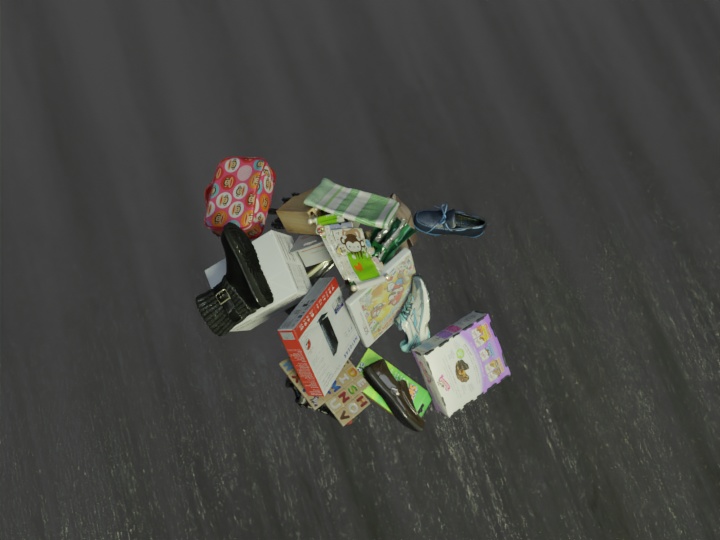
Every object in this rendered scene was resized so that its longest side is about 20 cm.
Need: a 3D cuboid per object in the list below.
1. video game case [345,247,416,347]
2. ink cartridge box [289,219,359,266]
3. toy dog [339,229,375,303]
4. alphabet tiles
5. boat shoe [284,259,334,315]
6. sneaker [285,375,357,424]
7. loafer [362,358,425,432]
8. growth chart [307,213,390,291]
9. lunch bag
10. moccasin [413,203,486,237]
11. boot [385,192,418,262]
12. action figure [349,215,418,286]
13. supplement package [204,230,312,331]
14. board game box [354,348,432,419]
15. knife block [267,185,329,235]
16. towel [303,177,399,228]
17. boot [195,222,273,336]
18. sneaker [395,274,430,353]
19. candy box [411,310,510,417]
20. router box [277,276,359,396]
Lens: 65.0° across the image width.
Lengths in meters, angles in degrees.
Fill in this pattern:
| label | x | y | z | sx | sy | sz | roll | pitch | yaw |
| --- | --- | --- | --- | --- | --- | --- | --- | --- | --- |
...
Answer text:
| label | x | y | z | sx | sy | sz | roll | pitch | yaw |
| --- | --- | --- | --- | --- | --- | --- | --- | --- | --- |
| video game case | 0.061 | 0.069 | 1.365 | 0.199 | 0.184 | 0.023 | -41 | 52 | -17 |
| ink cartridge box | -0.083 | -0.079 | 1.354 | 0.068 | 0.113 | 0.201 | 62 | 28 | -24 |
| toy dog | 0.000 | 0.000 | 1.429 | 0.128 | 0.096 | 0.206 | 5 | 88 | -11 |
| alphabet tiles | -0.071 | 0.255 | 1.311 | 0.201 | 0.008 | 0.166 | 48 | 43 | 14 |
| boat shoe | -0.120 | 0.031 | 1.386 | 0.200 | 0.072 | 0.066 | -40 | 102 | 8 |
| sneaker | -0.097 | 0.296 | 1.316 | 0.200 | 0.071 | 0.098 | 43 | 45 | 6 |
| loafer | 0.091 | 0.289 | 1.327 | 0.071 | 0.073 | 0.201 | -39 | 88 | -20 |
| growth chart | -0.021 | -0.046 | 1.257 | 0.144 | 0.018 | 0.202 | -27 | 82 | -47 |
| lunch bag | -0.312 | -0.182 | 1.410 | 0.172 | 0.082 | 0.205 | 4 | 72 | 20 |
| moccasin | 0.238 | -0.138 | 1.495 | 0.194 | 0.068 | 0.083 | 2 | 70 | -10 |
| boot | 0.073 | -0.106 | 1.434 | 0.148 | 0.069 | 0.200 | 58 | 37 | -8 |
| action figure | 0.036 | -0.043 | 1.346 | 0.117 | 0.055 | 0.202 | 32 | 86 | 37 |
| supplement package | -0.234 | 0.027 | 1.322 | 0.197 | 0.111 | 0.159 | -28 | 78 | 14 |
| board game box | 0.073 | 0.288 | 1.377 | 0.198 | 0.030 | 0.096 | 35 | 73 | 5 |
| knife block | -0.162 | -0.129 | 1.371 | 0.172 | 0.202 | 0.065 | -23 | 117 | 15 |
| towel | -0.015 | -0.156 | 1.304 | 0.195 | 0.024 | 0.153 | 19 | 31 | 6 |
| boot | -0.297 | 0.020 | 1.244 | 0.155 | 0.079 | 0.215 | -28 | 78 | 15 |
| sneaker | 0.128 | 0.112 | 1.379 | 0.084 | 0.078 | 0.206 | -3 | 103 | 1 |
| candy box | 0.243 | 0.221 | 1.360 | 0.197 | 0.071 | 0.171 | -28 | 103 | -18 |
| router box | -0.088 | 0.146 | 1.279 | 0.201 | 0.048 | 0.183 | -54 | 130 | -48 |
